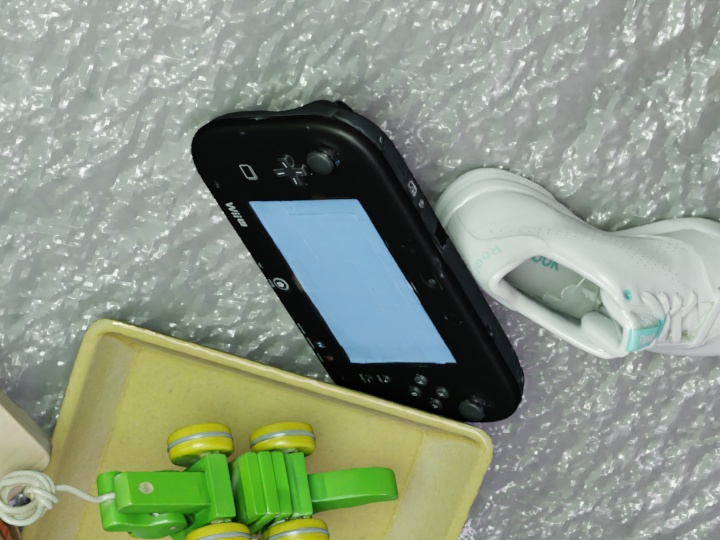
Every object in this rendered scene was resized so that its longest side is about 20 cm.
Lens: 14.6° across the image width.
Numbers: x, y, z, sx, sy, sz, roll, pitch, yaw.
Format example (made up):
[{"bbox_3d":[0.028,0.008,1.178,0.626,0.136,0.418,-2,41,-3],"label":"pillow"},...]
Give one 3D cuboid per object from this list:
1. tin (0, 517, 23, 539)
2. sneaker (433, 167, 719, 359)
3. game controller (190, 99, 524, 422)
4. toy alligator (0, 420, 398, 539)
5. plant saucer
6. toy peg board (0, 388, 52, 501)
[{"bbox_3d":[-0.243,0.156,1.236,0.200,0.042,0.112,-26,106,6],"label":"tin"},{"bbox_3d":[0.130,0.016,1.346,0.200,0.089,0.075,14,115,-23],"label":"sneaker"},{"bbox_3d":[0.000,0.000,1.304,0.104,0.042,0.200,-8,132,30],"label":"game controller"},{"bbox_3d":[-0.080,0.106,1.276,0.200,0.059,0.054,0,158,-27],"label":"toy alligator"},{"bbox_3d":[-0.059,0.122,1.361,0.200,0.048,0.200,17,117,-7],"label":"plant saucer"},{"bbox_3d":[-0.276,0.061,1.269,0.200,0.098,0.199,-40,108,10],"label":"toy peg board"}]
